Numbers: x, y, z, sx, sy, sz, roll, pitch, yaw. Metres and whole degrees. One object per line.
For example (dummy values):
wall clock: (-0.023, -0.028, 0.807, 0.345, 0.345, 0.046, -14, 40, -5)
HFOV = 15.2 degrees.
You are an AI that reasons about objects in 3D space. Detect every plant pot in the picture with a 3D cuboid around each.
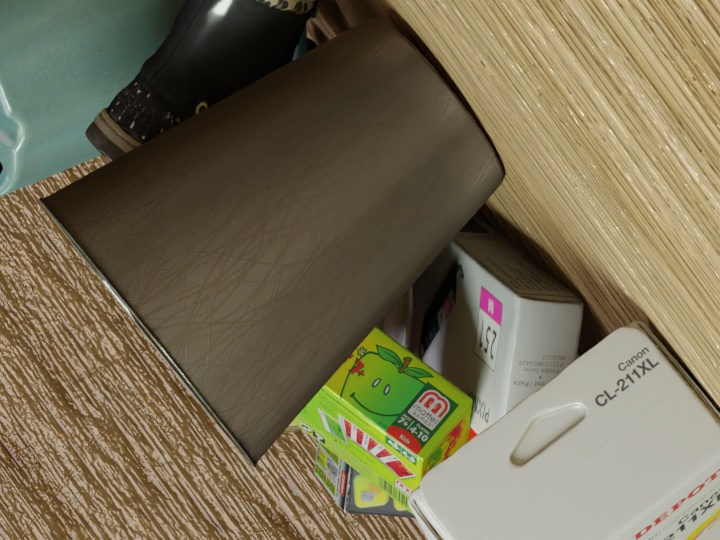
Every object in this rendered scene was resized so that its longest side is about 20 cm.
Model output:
plant pot: (-0.169, -0.151, 1.607, 0.200, 0.196, 0.201, 38, 144, 34)

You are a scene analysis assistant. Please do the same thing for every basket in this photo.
basket: (-0.036, -0.030, 1.415, 0.180, 0.200, 0.136, 51, 175, -7)

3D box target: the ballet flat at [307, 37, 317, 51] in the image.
ballet flat: (-0.022, -0.104, 1.848, 0.046, 0.068, 0.200, 11, 161, 12)

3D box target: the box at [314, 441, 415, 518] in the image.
box: (0.077, 0.145, 1.849, 0.110, 0.199, 0.035, -142, 59, -75)

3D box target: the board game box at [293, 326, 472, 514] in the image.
board game box: (-0.030, 0.048, 1.524, 0.200, 0.048, 0.102, 37, 161, 14)

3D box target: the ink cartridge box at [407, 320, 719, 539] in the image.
ink cartridge box: (0.116, 0.127, 1.360, 0.083, 0.146, 0.200, 52, 176, 22)

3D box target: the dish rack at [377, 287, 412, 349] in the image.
dish rack: (0.000, 0.000, 1.651, 0.200, 0.043, 0.172, 95, 170, -56)

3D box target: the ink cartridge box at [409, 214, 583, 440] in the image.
ink cartridge box: (0.068, 0.072, 1.556, 0.200, 0.043, 0.174, -135, 51, -69)

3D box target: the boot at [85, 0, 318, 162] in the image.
boot: (-0.051, -0.115, 1.511, 0.073, 0.154, 0.203, 40, -161, 26)

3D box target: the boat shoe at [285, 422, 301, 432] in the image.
boat shoe: (-0.052, -0.006, 1.634, 0.068, 0.072, 0.201, 117, 144, -67)
